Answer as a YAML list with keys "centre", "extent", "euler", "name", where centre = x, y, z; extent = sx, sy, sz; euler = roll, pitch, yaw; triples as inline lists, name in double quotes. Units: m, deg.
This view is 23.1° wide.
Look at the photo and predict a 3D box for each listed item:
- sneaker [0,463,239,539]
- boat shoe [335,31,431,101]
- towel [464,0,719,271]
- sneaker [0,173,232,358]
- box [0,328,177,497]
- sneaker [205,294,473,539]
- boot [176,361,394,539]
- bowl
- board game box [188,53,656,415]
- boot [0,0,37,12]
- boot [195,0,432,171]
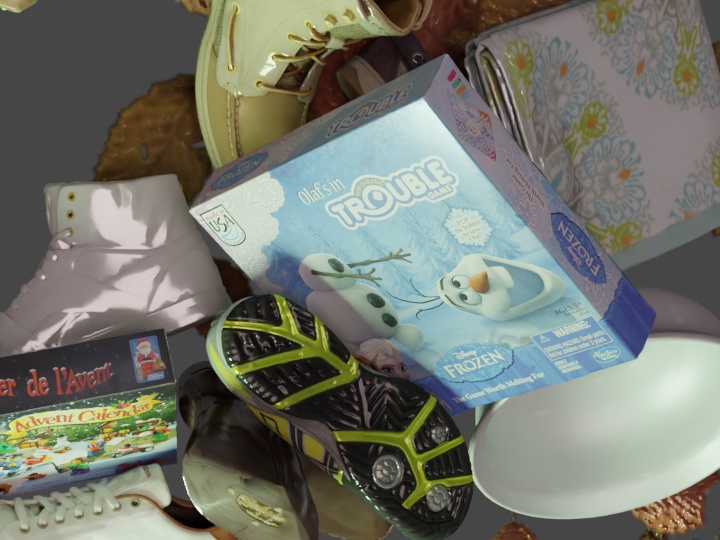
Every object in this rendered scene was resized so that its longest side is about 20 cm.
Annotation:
- centre: [-0.170, 0.154, 1.118]
  extent: [0.198, 0.073, 0.085]
  euler: [11, 106, -24]
  name: "sneaker"
- centre: [0.071, -0.075, 1.137]
  extent: [0.065, 0.072, 0.200]
  euler: [-45, 99, 1]
  name: "boat shoe"
- centre: [0.163, -0.091, 1.132]
  extent: [0.199, 0.048, 0.173]
  euler: [-22, 104, -33]
  name: "towel"
- centre: [-0.191, 0.007, 1.101]
  extent: [0.198, 0.074, 0.117]
  euler: [-21, 89, -6]
  name: "sneaker"
- centre: [-0.212, 0.096, 1.071]
  extent: [0.198, 0.137, 0.038]
  euler: [-10, 66, -10]
  name: "box"
- centre: [-0.010, 0.085, 1.059]
  extent: [0.200, 0.076, 0.076]
  euler: [46, 73, -15]
  name: "sneaker"
- centre: [-0.038, 0.139, 1.078]
  extent: [0.186, 0.200, 0.065]
  euler: [34, 93, -14]
  name: "boot"
- centre: [0.158, 0.071, 1.147]
  extent: [0.199, 0.091, 0.202]
  euler: [-9, 141, -7]
  name: "bowl"
- centre: [0.033, -0.006, 1.013]
  extent: [0.199, 0.199, 0.044]
  euler: [49, 46, -20]
  name: "board game box"
- centre: [-0.169, -0.245, 1.029]
  extent: [0.066, 0.174, 0.202]
  euler: [18, 93, -51]
  name: "boot"
- centre: [-0.027, -0.136, 1.060]
  extent: [0.072, 0.155, 0.202]
  euler: [0, 97, -40]
  name: "boot"
